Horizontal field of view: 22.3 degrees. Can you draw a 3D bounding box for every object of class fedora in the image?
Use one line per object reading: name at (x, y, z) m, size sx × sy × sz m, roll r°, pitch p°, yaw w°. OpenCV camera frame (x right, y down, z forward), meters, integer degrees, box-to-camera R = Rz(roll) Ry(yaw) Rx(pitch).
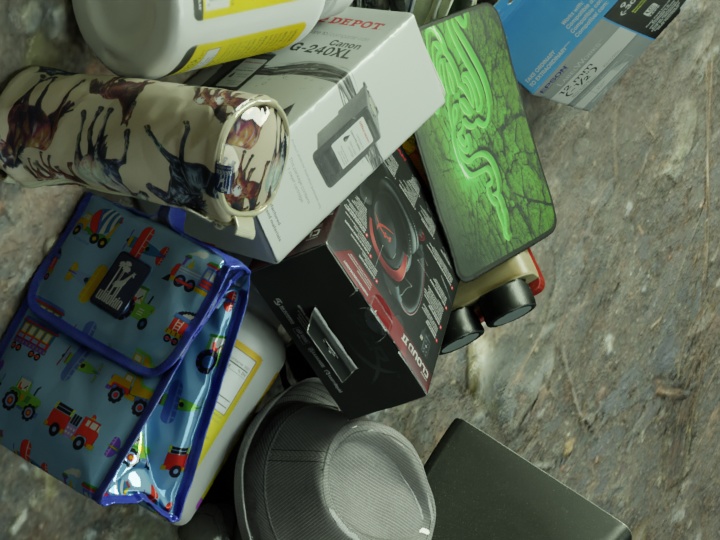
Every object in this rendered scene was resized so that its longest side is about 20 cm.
fedora at (-0.006, 0.174, 1.392) m, size 0.200 × 0.090 × 0.178 m, roll 47°, pitch 51°, yaw -39°

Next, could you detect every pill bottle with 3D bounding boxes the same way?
pill bottle at (-0.124, 0.083, 1.378) m, size 0.201 × 0.104 × 0.104 m, roll -59°, pitch 144°, yaw -12°
pill bottle at (-0.092, -0.201, 1.260) m, size 0.199 × 0.111 × 0.112 m, roll -20°, pitch 124°, yaw -46°

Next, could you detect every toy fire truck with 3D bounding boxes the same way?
toy fire truck at (0.074, 0.017, 1.589) m, size 0.175 × 0.130 × 0.200 m, roll -28°, pitch 165°, yaw 12°

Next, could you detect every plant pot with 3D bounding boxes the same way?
plant pot at (0.108, 0.298, 1.680) m, size 0.177 × 0.199 × 0.201 m, roll -43°, pitch 153°, yaw -31°

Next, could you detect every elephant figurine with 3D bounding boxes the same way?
elephant figurine at (-0.088, 0.207, 1.497) m, size 0.201 × 0.154 × 0.143 m, roll 71°, pitch 13°, yaw -56°

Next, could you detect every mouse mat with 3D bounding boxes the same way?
mouse mat at (0.093, -0.105, 1.457) m, size 0.161 × 0.007 × 0.202 m, roll -28°, pitch 103°, yaw -50°

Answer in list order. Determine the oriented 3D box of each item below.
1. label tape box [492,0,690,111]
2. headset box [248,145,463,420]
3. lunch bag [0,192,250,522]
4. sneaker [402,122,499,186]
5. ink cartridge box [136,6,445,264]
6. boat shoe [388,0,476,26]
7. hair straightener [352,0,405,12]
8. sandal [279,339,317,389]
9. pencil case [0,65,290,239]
label tape box at (0.192, -0.219, 1.595) m, size 0.143 × 0.066 × 0.200 m, roll -47°, pitch 160°, yaw 19°
headset box at (0.000, 0.000, 1.358) m, size 0.149 × 0.075 × 0.201 m, roll 56°, pitch 31°, yaw -26°
lunch bag at (-0.163, 0.049, 1.268) m, size 0.094 × 0.150 × 0.202 m, roll 25°, pitch 88°, yaw -54°
sneaker at (0.027, -0.077, 1.495) m, size 0.199 × 0.073 × 0.078 m, roll -24°, pitch 125°, yaw -19°
ink cartridge box at (-0.057, -0.107, 1.324) m, size 0.200 × 0.144 × 0.084 m, roll -45°, pitch 128°, yaw -29°
boat shoe at (0.054, -0.171, 1.509) m, size 0.072 × 0.062 × 0.202 m, roll -18°, pitch 123°, yaw -47°
hair straightener at (-0.003, -0.255, 1.420) m, size 0.077 × 0.041 × 0.201 m, roll -42°, pitch 142°, yaw -31°
sandal at (-0.039, 0.082, 1.480) m, size 0.045 × 0.075 × 0.200 m, roll -51°, pitch 167°, yaw -18°
pencil case at (-0.147, -0.081, 1.190) m, size 0.078 × 0.198 × 0.090 m, roll 33°, pitch 70°, yaw -61°
